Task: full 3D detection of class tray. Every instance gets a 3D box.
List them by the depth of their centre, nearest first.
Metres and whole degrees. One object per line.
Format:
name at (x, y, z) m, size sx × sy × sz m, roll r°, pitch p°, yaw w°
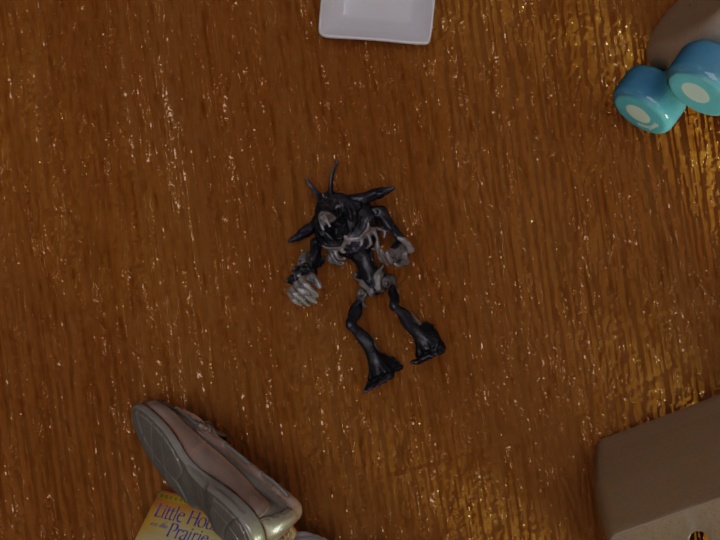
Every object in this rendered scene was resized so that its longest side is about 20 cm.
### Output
tray at (0.021, -0.312, 1.006) m, size 0.107 × 0.022 × 0.201 m, roll 5°, pitch 90°, yaw 2°

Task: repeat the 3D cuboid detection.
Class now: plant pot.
plant pot at (0.307, 0.224, 0.881) m, size 0.199 × 0.177 × 0.200 m, roll -27°, pitch 89°, yaw 25°

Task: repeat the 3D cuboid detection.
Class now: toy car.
toy car at (0.362, -0.169, 0.928) m, size 0.200 × 0.177 × 0.185 m, roll 38°, pitch 80°, yaw -10°

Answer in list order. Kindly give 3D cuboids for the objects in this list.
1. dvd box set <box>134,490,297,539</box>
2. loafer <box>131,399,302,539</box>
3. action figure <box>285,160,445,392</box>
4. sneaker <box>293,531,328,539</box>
dvd box set at (-0.156, 0.295, 0.929) m, size 0.146 × 0.029 × 0.201 m, roll 5°, pitch 54°, yaw 28°
loafer at (-0.131, 0.177, 0.963) m, size 0.063 × 0.072 × 0.200 m, roll -24°, pitch 44°, yaw -32°
action figure at (0.000, 0.000, 0.967) m, size 0.119 × 0.102 × 0.201 m, roll -27°, pitch 90°, yaw 14°
sneaker at (-0.102, 0.312, 0.963) m, size 0.200 × 0.099 × 0.078 m, roll -33°, pitch 116°, yaw 7°
